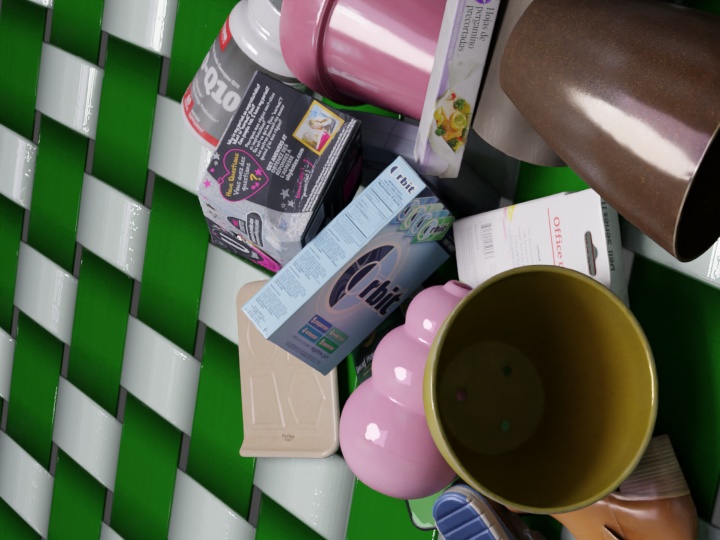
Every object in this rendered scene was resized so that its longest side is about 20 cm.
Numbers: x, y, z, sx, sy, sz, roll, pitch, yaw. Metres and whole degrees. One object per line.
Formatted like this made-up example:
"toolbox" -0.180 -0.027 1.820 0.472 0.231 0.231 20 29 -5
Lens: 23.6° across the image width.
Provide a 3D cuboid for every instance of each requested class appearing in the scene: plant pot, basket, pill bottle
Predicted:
"plant pot" 0.133 0.103 1.459 0.142 0.198 0.203 157 108 -73
"plant pot" 0.051 -0.226 1.625 0.178 0.199 0.202 34 119 29
"plant pot" 0.214 -0.137 1.347 0.199 0.186 0.188 32 118 24
"basket" 0.175 -0.205 1.496 0.180 0.135 0.202 40 126 31
"pill bottle" -0.109 -0.227 1.885 0.200 0.113 0.115 -54 51 39

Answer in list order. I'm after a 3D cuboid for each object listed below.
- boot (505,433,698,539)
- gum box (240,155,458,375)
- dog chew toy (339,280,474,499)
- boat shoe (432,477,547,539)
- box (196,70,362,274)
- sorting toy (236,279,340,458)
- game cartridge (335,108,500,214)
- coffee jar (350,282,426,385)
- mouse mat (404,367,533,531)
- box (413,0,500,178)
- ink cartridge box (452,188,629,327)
"boot" 0.213 0.238 1.509 0.199 0.076 0.157 -19 81 37
"gum box" 0.000 0.000 1.610 0.200 0.170 0.045 -43 67 4
"dog chew toy" 0.058 0.105 1.577 0.124 0.124 0.202 35 109 47
"boat shoe" 0.148 0.273 1.586 0.072 0.072 0.201 -28 95 38
"box" -0.076 -0.081 1.640 0.133 0.114 0.200 -63 -7 -12
"sorting toy" -0.077 0.108 1.926 0.184 0.036 0.203 -7 81 53
"game cartridge" 0.032 -0.109 1.688 0.199 0.133 0.041 15 78 51
"coffee jar" 0.024 0.038 1.740 0.104 0.085 0.202 -44 58 41
"mouse mat" 0.111 0.157 1.623 0.198 0.008 0.163 -14 92 33
"box" 0.085 -0.174 1.507 0.042 0.038 0.202 -101 18 -53
"ink cartridge box" 0.175 -0.005 1.552 0.199 0.067 0.119 -12 83 53
